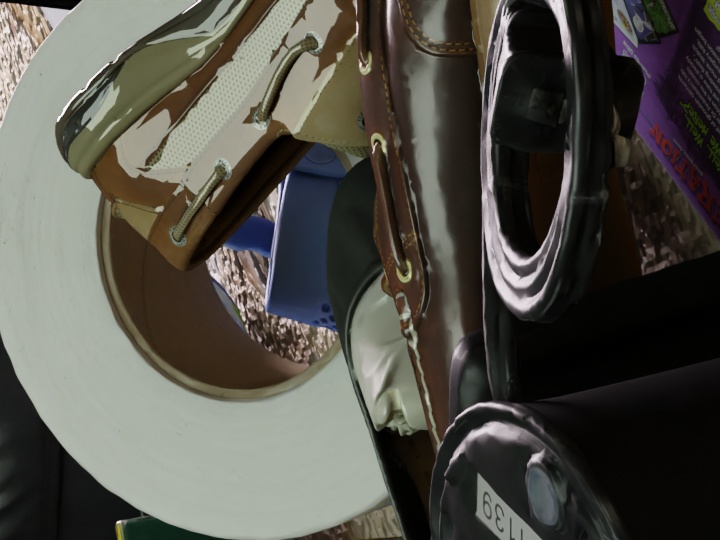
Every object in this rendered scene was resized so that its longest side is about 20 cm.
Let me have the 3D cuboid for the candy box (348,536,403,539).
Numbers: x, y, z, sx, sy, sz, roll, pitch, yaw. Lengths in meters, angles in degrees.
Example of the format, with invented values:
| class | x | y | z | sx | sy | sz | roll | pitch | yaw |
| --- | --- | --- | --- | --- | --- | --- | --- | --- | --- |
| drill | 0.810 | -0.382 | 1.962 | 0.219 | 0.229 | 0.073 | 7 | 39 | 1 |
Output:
| class | x | y | z | sx | sy | sz | roll | pitch | yaw |
| --- | --- | --- | --- | --- | --- | --- | --- | --- | --- |
| candy box | 0.033 | 0.188 | 0.957 | 0.102 | 0.026 | 0.201 | -8 | 87 | 28 |

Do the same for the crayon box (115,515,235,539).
| class | x | y | z | sx | sy | sz | roll | pitch | yaw |
| --- | --- | --- | --- | --- | --- | --- | --- | --- | --- |
| crayon box | -0.044 | 0.198 | 0.996 | 0.127 | 0.050 | 0.201 | 90 | 170 | -46 |

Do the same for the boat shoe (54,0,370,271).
| class | x | y | z | sx | sy | sz | roll | pitch | yaw |
| --- | --- | --- | --- | --- | --- | --- | --- | --- | --- |
| boat shoe | -0.008 | -0.072 | 0.896 | 0.200 | 0.076 | 0.074 | -38 | 83 | 32 |

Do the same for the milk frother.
| class | x | y | z | sx | sy | sz | roll | pitch | yaw |
| --- | --- | --- | --- | --- | --- | --- | --- | --- | --- |
| milk frother | 0.116 | 0.018 | 0.694 | 0.181 | 0.187 | 0.201 | 58 | 151 | 35 |

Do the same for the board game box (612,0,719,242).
| class | x | y | z | sx | sy | sz | roll | pitch | yaw |
| --- | --- | --- | --- | --- | --- | --- | --- | --- | --- |
| board game box | 0.089 | -0.102 | 0.851 | 0.200 | 0.032 | 0.120 | 57 | 149 | 27 |

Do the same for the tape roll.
| class | x | y | z | sx | sy | sz | roll | pitch | yaw |
| --- | --- | --- | --- | --- | --- | --- | --- | --- | --- |
| tape roll | -0.028 | -0.012 | 0.985 | 0.201 | 0.071 | 0.204 | 3 | 96 | 26 |

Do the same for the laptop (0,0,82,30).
| class | x | y | z | sx | sy | sz | roll | pitch | yaw |
| --- | --- | --- | --- | --- | --- | --- | --- | --- | --- |
| laptop | -0.169 | -0.151 | 1.247 | 0.188 | 0.115 | 0.200 | 60 | 155 | 20 |

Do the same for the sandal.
| class | x | y | z | sx | sy | sz | roll | pitch | yaw |
| --- | --- | --- | --- | --- | --- | --- | --- | --- | --- |
| sandal | 0.000 | 0.000 | 1.053 | 0.200 | 0.087 | 0.080 | 51 | 149 | 31 |

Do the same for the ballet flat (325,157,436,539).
| class | x | y | z | sx | sy | sz | roll | pitch | yaw |
| --- | --- | --- | --- | --- | --- | --- | --- | --- | --- |
| ballet flat | 0.036 | 0.057 | 0.883 | 0.068 | 0.068 | 0.201 | -3 | -105 | -81 |

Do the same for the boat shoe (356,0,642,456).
| class | x | y | z | sx | sy | sz | roll | pitch | yaw |
| --- | --- | --- | --- | --- | --- | --- | --- | --- | --- |
| boat shoe | 0.037 | -0.013 | 0.824 | 0.070 | 0.070 | 0.201 | 1 | 96 | 41 |

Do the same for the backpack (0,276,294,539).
| class | x | y | z | sx | sy | sz | roll | pitch | yaw |
| --- | --- | --- | --- | --- | --- | --- | --- | --- | --- |
| backpack | -0.125 | 0.087 | 1.276 | 0.147 | 0.182 | 0.201 | -117 | 23 | -69 |
